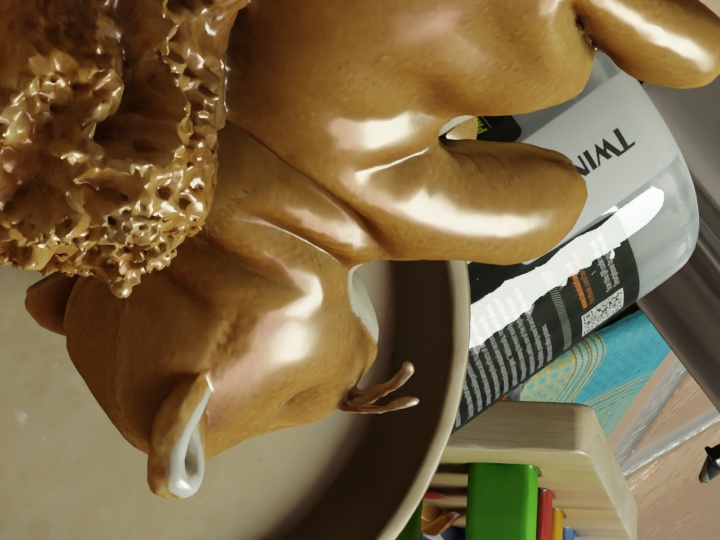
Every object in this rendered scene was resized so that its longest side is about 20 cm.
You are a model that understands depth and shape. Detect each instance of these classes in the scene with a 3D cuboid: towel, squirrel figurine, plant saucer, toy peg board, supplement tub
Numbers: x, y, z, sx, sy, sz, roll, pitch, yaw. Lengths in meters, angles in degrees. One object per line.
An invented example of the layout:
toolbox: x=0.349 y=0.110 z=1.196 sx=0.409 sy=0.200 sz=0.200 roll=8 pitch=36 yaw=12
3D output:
towel: x=0.069 y=0.082 z=1.442 sx=0.199 sy=0.022 sz=0.147 roll=-22 pitch=155 yaw=-37
squirrel figurine: x=-0.036 y=-0.040 z=0.749 sx=0.199 sy=0.142 sz=0.187 roll=15 pitch=117 yaw=-45
plant saucer: x=-0.063 y=0.021 z=0.842 sx=0.200 sy=0.201 sz=0.029 roll=-35 pitch=-156 yaw=-11
toy peg board: x=-0.006 y=0.114 z=1.078 sx=0.199 sy=0.098 sz=0.199 roll=2 pitch=165 yaw=11
supplement tub: x=0.000 y=0.000 z=0.945 sx=0.200 sy=0.123 sz=0.123 roll=-35 pitch=162 yaw=-11

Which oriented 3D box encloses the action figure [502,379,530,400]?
action figure: x=0.056 y=0.025 z=1.154 sx=0.200 sy=0.105 sz=0.193 roll=-39 pitch=171 yaw=3

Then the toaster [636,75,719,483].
toaster: x=0.194 y=-0.032 z=1.243 sx=0.200 sy=0.119 sz=0.181 roll=-36 pitch=161 yaw=-8
